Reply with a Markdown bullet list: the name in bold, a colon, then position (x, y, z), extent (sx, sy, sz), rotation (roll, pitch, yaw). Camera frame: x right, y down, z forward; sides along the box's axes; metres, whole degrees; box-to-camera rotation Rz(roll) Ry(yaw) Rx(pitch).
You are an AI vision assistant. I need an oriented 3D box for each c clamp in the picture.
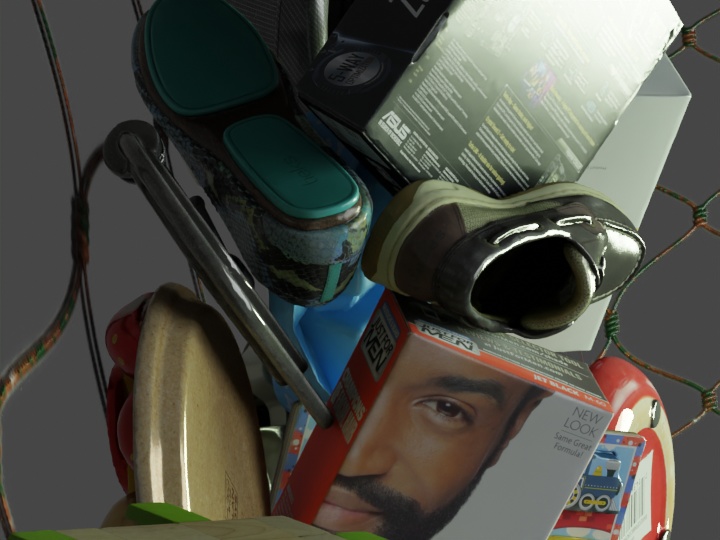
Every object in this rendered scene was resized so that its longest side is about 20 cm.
- **c clamp**: position (-0.070, -0.005, 1.268), extent (0.171, 0.027, 0.200), rotation (57, -1, 27)

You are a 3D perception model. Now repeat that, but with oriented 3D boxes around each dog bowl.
- **dog bowl**: position (0.000, 0.000, 1.370), extent (0.111, 0.049, 0.200), rotation (-41, 141, -42)

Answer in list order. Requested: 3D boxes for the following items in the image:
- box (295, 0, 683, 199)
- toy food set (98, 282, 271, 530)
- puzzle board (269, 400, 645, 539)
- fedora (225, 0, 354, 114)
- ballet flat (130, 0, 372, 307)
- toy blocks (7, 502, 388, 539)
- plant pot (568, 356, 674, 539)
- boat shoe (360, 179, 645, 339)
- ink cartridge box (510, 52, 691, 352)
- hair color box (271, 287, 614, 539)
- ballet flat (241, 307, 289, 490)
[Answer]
- **box**: position (0.065, -0.099, 1.292), extent (0.160, 0.043, 0.200), rotation (-56, 151, -5)
- **toy food set**: position (-0.078, 0.106, 1.213), extent (0.198, 0.048, 0.201), rotation (54, 31, -72)
- **puzzle board**: position (0.040, 0.145, 1.387), extent (0.017, 0.199, 0.151), rotation (36, -65, 59)
- **fedora**: position (-0.040, -0.122, 1.446), extent (0.177, 0.090, 0.201), rotation (48, 44, -72)
- **ballet flat**: position (-0.055, -0.052, 1.279), extent (0.200, 0.074, 0.074), rotation (-121, -168, -47)
- **toy blocks**: position (-0.067, 0.169, 1.072), extent (0.200, 0.100, 0.137), rotation (5, 101, -57)
- **plant pot**: position (0.068, 0.134, 1.539), extent (0.200, 0.182, 0.201), rotation (7, 90, -68)
- **boat shoe**: position (0.079, 0.001, 1.294), extent (0.201, 0.066, 0.072), rotation (5, 120, -55)
- **ink cartridge box**: position (0.080, -0.068, 1.667), extent (0.145, 0.144, 0.200), rotation (-115, -145, -45)
- **hair color box**: position (0.021, 0.121, 1.307), extent (0.200, 0.111, 0.064), rotation (-64, -163, 15)
- **ballet flat**: position (-0.041, 0.087, 1.440), extent (0.072, 0.068, 0.201), rotation (38, 47, -50)
